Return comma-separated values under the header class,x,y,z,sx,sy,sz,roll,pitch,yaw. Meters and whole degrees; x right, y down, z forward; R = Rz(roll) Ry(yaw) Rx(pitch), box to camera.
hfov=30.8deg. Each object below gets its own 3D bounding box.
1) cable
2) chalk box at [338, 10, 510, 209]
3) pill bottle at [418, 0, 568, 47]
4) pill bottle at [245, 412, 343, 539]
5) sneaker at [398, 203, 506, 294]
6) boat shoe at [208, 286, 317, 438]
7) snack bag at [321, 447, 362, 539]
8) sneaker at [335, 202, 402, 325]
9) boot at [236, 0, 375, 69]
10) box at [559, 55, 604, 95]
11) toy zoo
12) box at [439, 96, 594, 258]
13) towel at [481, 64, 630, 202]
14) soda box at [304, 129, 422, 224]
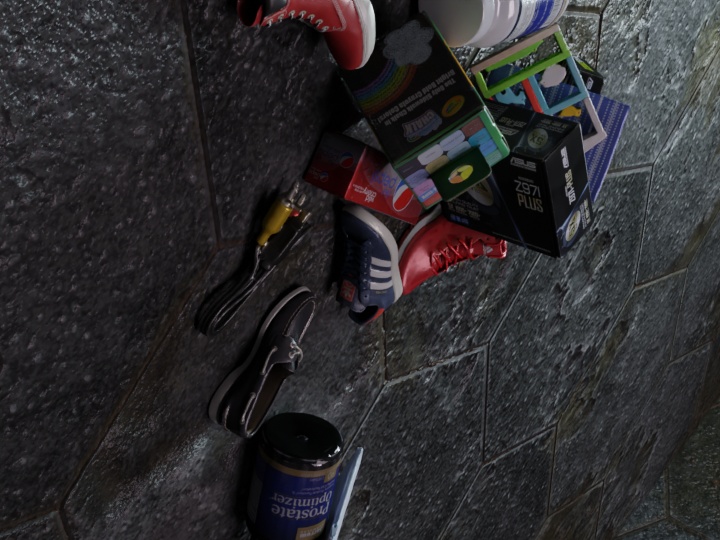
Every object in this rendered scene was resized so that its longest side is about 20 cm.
class,x,y,z,sx,sy,sz,roll,pitch,yaw
cable,-0.121,-0.011,1.499,0.200,0.050,0.097,-50,169,1
chalk box,0.082,-0.164,1.482,0.124,0.201,0.124,-31,153,8
pill bottle,0.163,-0.336,1.593,0.199,0.115,0.117,-26,136,-48
pill bottle,-0.092,0.297,1.720,0.112,0.111,0.202,-25,135,-49
sneaker,0.131,-0.032,1.806,0.201,0.115,0.079,-53,150,-20
boat shoe,-0.105,0.112,1.588,0.201,0.060,0.074,-54,150,-17
snack bag,-0.047,0.361,1.814,0.189,0.021,0.201,-70,-174,-48
sneaker,0.000,0.000,1.658,0.085,0.075,0.201,-46,145,-19
boot,-0.061,-0.260,1.329,0.144,0.072,0.201,-48,141,-25
box,0.288,-0.205,1.901,0.193,0.047,0.202,-81,-171,-75
toy zoo,0.245,-0.213,1.756,0.130,0.020,0.201,-25,108,6
box,0.194,-0.127,1.711,0.086,0.199,0.165,-43,137,-29
towel,0.253,-0.191,1.802,0.024,0.198,0.146,-53,162,-75
soda box,0.014,-0.111,1.592,0.200,0.063,0.071,16,98,-62
